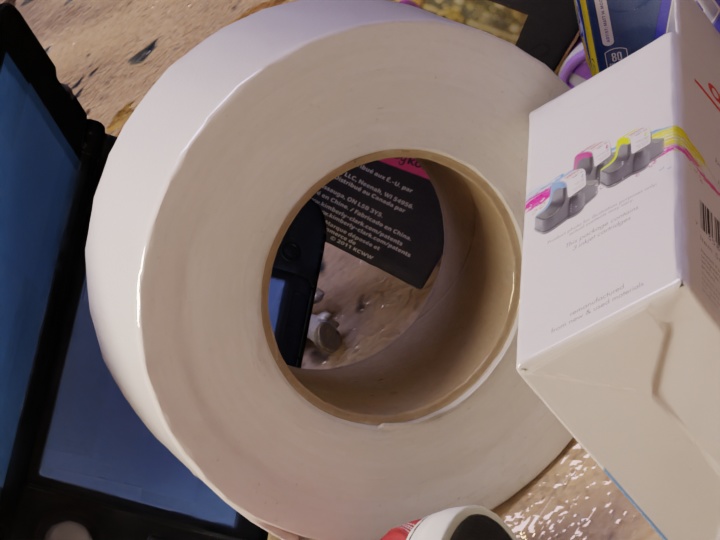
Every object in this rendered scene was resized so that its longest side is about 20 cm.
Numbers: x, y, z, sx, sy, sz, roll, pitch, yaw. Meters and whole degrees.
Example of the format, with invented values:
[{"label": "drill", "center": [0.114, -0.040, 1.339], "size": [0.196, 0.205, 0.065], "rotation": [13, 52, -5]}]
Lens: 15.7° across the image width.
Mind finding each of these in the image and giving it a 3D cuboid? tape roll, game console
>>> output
[{"label": "tape roll", "center": [0.000, 0.000, 0.987], "size": [0.202, 0.202, 0.071], "rotation": [-45, 26, -7]}, {"label": "game console", "center": [-0.095, 0.023, 1.030], "size": [0.118, 0.171, 0.200], "rotation": [134, 150, -64]}]

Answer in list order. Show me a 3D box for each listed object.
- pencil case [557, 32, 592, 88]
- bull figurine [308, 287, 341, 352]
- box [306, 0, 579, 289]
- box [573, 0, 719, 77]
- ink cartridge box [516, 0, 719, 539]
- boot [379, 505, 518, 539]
[{"label": "pencil case", "center": [0.151, -0.126, 1.123], "size": [0.085, 0.084, 0.200], "rotation": [15, 52, 17]}, {"label": "bull figurine", "center": [-0.083, 0.058, 1.173], "size": [0.121, 0.065, 0.200], "rotation": [-18, 35, 37]}, {"label": "box", "center": [0.032, -0.113, 1.132], "size": [0.200, 0.106, 0.122], "rotation": [-59, 7, 37]}, {"label": "box", "center": [0.180, -0.126, 1.000], "size": [0.200, 0.070, 0.064], "rotation": [-12, 28, 4]}, {"label": "ink cartridge box", "center": [0.116, -0.001, 0.921], "size": [0.068, 0.115, 0.200], "rotation": [-29, 27, 23]}, {"label": "boot", "center": [-0.033, 0.173, 0.912], "size": [0.144, 0.072, 0.200], "rotation": [-21, 24, 38]}]
